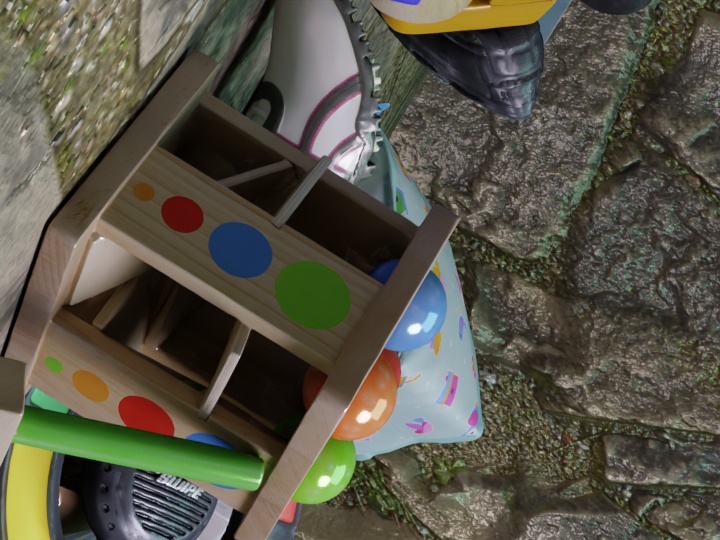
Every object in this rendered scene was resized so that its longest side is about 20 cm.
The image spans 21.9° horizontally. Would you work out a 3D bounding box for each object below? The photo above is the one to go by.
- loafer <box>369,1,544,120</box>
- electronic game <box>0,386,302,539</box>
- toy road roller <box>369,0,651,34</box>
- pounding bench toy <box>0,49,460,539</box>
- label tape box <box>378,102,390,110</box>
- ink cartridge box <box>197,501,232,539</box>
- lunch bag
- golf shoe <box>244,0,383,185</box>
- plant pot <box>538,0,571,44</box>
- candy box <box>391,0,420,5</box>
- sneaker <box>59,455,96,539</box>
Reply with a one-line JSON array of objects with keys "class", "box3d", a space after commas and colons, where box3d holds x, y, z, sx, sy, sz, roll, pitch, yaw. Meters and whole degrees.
[{"class": "loafer", "box3d": [0.053, -0.152, 1.170, 0.201, 0.068, 0.071, -134, -151, -55]}, {"class": "electronic game", "box3d": [-0.100, 0.102, 0.906, 0.041, 0.200, 0.201, 4, -127, 44]}, {"class": "toy road roller", "box3d": [0.089, -0.230, 1.062, 0.123, 0.198, 0.147, 99, -21, -57]}, {"class": "pounding bench toy", "box3d": [-0.066, 0.042, 0.786, 0.200, 0.155, 0.125, -57, 179, -41]}, {"class": "label tape box", "box3d": [-0.040, -0.030, 1.436, 0.200, 0.066, 0.143, -51, 171, 20]}, {"class": "ink cartridge box", "box3d": [-0.116, 0.110, 1.503, 0.201, 0.116, 0.068, -59, 180, -38]}, {"class": "lunch bag", "box3d": [0.000, 0.000, 1.199, 0.170, 0.121, 0.202, 44, 38, -60]}, {"class": "golf shoe", "box3d": [-0.038, -0.057, 0.950, 0.077, 0.087, 0.202, -148, -124, -65]}, {"class": "plant pot", "box3d": [0.131, -0.282, 1.441, 0.201, 0.134, 0.200, -59, 179, -2]}, {"class": "candy box", "box3d": [0.032, -0.199, 0.761, 0.170, 0.077, 0.200, -58, 180, 8]}, {"class": "sneaker", "box3d": [-0.170, 0.137, 0.987, 0.090, 0.067, 0.200, -57, 178, -1]}]
